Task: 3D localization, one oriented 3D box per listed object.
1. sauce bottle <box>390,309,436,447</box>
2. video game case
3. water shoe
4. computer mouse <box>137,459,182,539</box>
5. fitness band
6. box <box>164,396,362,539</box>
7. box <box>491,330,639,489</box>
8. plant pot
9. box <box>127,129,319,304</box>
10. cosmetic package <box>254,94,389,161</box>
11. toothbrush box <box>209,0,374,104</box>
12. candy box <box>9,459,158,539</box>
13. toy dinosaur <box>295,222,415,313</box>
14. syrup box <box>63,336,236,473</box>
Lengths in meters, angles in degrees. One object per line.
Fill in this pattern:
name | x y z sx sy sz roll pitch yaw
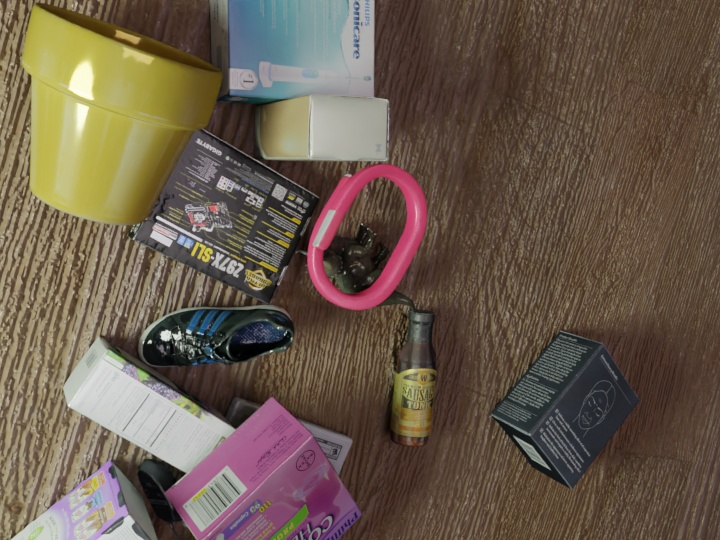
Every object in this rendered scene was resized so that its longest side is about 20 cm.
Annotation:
sauce bottle | 0.082 0.161 1.061 0.065 0.066 0.202 0 97 -27
video game case | -0.128 0.295 0.996 0.199 0.023 0.184 26 85 -29
water shoe | -0.182 0.083 0.885 0.198 0.079 0.072 -12 104 -9
computer mouse | -0.234 0.333 0.919 0.034 0.058 0.202 -31 105 -44
fitness band | 0.011 -0.045 0.939 0.143 0.037 0.201 34 81 -31
box | -0.116 0.301 0.900 0.176 0.096 0.201 -40 134 -19
box | 0.347 0.231 1.185 0.200 0.107 0.149 -45 114 -13
plant pot | -0.272 -0.161 0.765 0.199 0.201 0.190 14 107 -28
box | -0.171 -0.070 0.903 0.199 0.049 0.161 27 87 -28
cosmetic package | -0.054 -0.171 0.862 0.104 0.200 0.072 -3 99 -27
toothbrush box | -0.085 -0.287 0.893 0.198 0.085 0.148 -5 99 -26
candy box | -0.341 0.336 0.808 0.199 0.167 0.072 -38 111 -17
toy dinosaur | 0.000 0.000 1.000 0.102 0.077 0.200 -44 120 -2
syrup box | -0.260 0.174 0.876 0.200 0.079 0.082 39 79 -27
